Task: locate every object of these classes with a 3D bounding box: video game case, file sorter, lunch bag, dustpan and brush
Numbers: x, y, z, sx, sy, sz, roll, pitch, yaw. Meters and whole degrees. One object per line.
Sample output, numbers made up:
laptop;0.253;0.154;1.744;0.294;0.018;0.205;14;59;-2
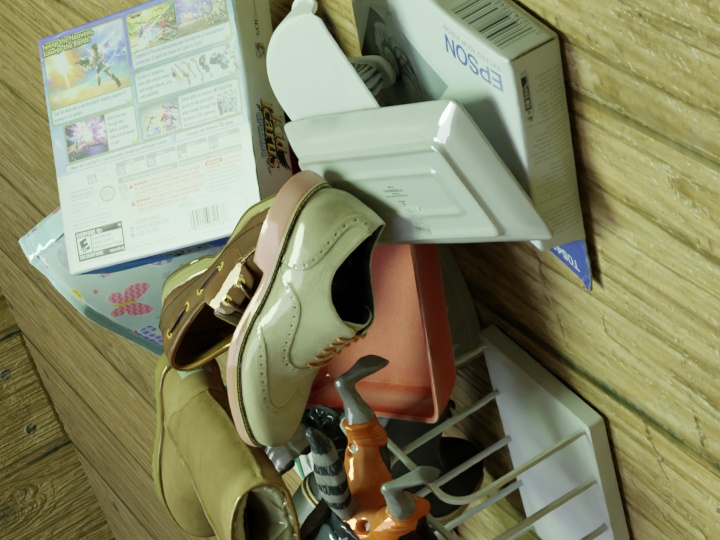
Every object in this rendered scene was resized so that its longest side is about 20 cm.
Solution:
video game case;-0.141;-0.102;1.552;0.200;0.045;0.182;-12;84;38
file sorter;0.101;0.172;1.513;0.139;0.124;0.200;41;154;49
lunch bag;-0.154;-0.036;1.713;0.200;0.170;0.127;31;-156;-55
dustpan and brush;-0.024;-0.120;1.381;0.140;0.057;0.200;54;155;-20

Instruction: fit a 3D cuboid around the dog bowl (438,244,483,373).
dog bowl;0.014;0.006;1.615;0.200;0.059;0.200;54;162;26

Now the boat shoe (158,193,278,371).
boat shoe;-0.070;0.011;1.466;0.072;0.068;0.200;28;139;-27

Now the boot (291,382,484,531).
boot;0.054;0.130;1.613;0.077;0.200;0.138;45;122;22

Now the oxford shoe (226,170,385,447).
oxford shoe;-0.034;0.039;1.362;0.074;0.071;0.200;27;125;23

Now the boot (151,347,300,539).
boot;-0.095;0.167;1.505;0.200;0.066;0.175;-127;22;-54

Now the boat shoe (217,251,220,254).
boat shoe;-0.050;0.039;1.635;0.075;0.068;0.200;30;169;35

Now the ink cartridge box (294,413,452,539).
ink cartridge box;-0.008;0.152;1.877;0.200;0.084;0.146;49;159;35

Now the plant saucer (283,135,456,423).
plant saucer;0.000;0.000;1.487;0.200;0.037;0.200;0;100;59

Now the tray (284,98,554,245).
tray;0.027;-0.051;1.308;0.107;0.022;0.200;51;156;-21

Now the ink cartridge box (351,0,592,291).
ink cartridge box;0.064;-0.100;1.315;0.200;0.041;0.200;44;157;45

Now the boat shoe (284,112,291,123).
boat shoe;-0.083;-0.123;1.673;0.200;0.065;0.073;46;-171;-17

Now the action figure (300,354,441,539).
action figure;-0.013;0.151;1.431;0.200;0.104;0.194;49;142;38

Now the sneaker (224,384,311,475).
sneaker;-0.072;0.104;1.649;0.080;0.077;0.200;53;175;-5
